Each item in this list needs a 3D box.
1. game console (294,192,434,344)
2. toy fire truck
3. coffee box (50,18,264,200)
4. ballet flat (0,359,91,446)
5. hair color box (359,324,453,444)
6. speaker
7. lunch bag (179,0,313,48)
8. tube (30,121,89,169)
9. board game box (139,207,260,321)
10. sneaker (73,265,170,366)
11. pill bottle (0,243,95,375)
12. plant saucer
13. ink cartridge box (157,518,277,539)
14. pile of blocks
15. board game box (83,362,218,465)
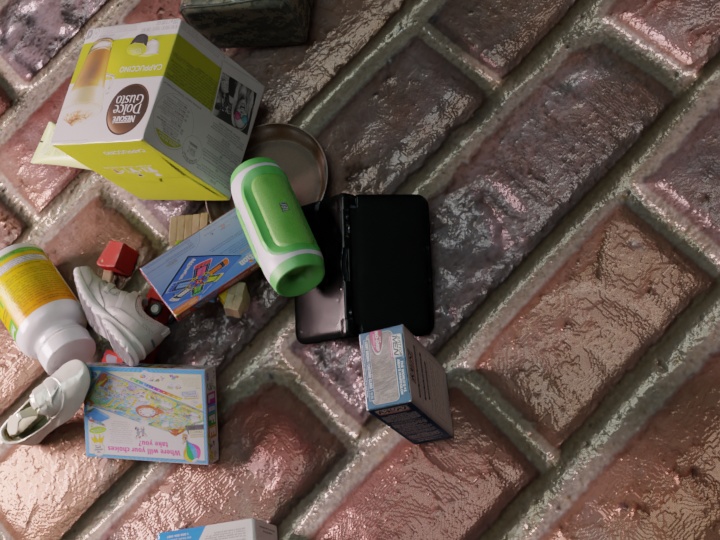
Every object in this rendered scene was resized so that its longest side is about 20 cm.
[{"bbox_3d":[0.000,0.000,1.605,0.175,0.116,0.201,-14,74,47],"label":"game console"},{"bbox_3d":[-0.353,0.066,1.706,0.140,0.049,0.201,15,77,24],"label":"toy fire truck"},{"bbox_3d":[-0.300,-0.232,1.696,0.199,0.200,0.199,3,70,36],"label":"coffee box"},{"bbox_3d":[-0.458,0.199,1.638,0.200,0.069,0.070,-42,58,34],"label":"ballet flat"},{"bbox_3d":[0.060,0.149,1.441,0.060,0.200,0.100,-13,66,15],"label":"hair color box"},{"bbox_3d":[-0.118,-0.063,1.595,0.088,0.088,0.201,-30,59,7],"label":"speaker"},{"bbox_3d":[-0.169,-0.453,1.788,0.199,0.139,0.169,-1,70,18],"label":"lunch bag"},{"bbox_3d":[-0.447,-0.194,1.844,0.199,0.052,0.058,13,33,27],"label":"tube"},{"bbox_3d":[-0.207,-0.019,1.637,0.200,0.019,0.103,-34,60,-15],"label":"board game box"},{"bbox_3d":[-0.350,0.058,1.654,0.082,0.075,0.200,-30,56,-24],"label":"sneaker"},{"bbox_3d":[-0.484,0.062,1.719,0.111,0.111,0.200,-42,62,1],"label":"pill bottle"},{"bbox_3d":[-0.138,-0.126,1.713,0.199,0.032,0.201,-7,67,17],"label":"plant saucer"},{"bbox_3d":[-0.183,0.438,1.482,0.145,0.084,0.201,-11,68,16],"label":"ink cartridge box"},{"bbox_3d":[-0.226,0.004,1.673,0.082,0.062,0.200,-26,58,-10],"label":"pile of blocks"},{"bbox_3d":[-0.300,0.201,1.614,0.199,0.034,0.135,1,95,19],"label":"board game box"}]
